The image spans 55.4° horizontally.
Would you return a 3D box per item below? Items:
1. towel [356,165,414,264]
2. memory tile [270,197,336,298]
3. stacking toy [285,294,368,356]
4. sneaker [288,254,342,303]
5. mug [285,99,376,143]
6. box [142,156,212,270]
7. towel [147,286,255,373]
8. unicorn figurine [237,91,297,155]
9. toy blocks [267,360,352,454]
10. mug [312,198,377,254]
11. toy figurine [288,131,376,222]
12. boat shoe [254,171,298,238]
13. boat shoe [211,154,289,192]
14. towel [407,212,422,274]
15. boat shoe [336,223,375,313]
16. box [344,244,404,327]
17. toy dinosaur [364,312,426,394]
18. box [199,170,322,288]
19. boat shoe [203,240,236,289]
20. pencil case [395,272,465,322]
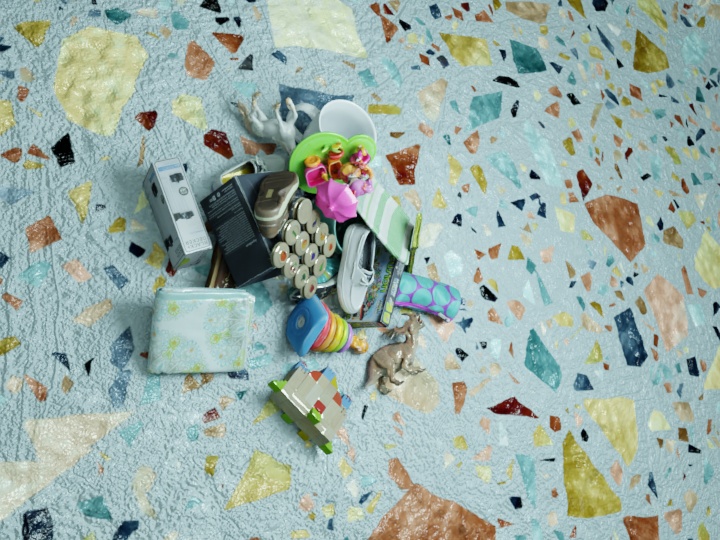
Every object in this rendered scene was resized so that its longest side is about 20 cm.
[{"bbox_3d":[0.055,-0.123,1.526,0.200,0.023,0.154,50,34,-28],"label":"towel"},{"bbox_3d":[-0.110,-0.042,1.396,0.155,0.017,0.200,-65,152,-17],"label":"memory tile"},{"bbox_3d":[-0.056,0.142,1.512,0.198,0.110,0.117,25,106,-36],"label":"stacking toy"},{"bbox_3d":[-0.088,0.017,1.552,0.199,0.078,0.080,-26,73,-39],"label":"sneaker"},{"bbox_3d":[-0.086,-0.301,1.579,0.199,0.175,0.148,40,57,-11],"label":"mug"},{"bbox_3d":[-0.376,-0.115,1.401,0.059,0.116,0.203,-18,84,-31],"label":"box"},{"bbox_3d":[-0.313,0.120,1.358,0.197,0.048,0.174,3,104,-27],"label":"towel"},{"bbox_3d":[-0.189,-0.319,1.543,0.073,0.139,0.199,-33,47,-32],"label":"unicorn figurine"},{"bbox_3d":[-0.094,0.267,1.459,0.200,0.100,0.137,47,47,-9],"label":"toy blocks"},{"bbox_3d":[-0.037,-0.107,1.576,0.152,0.113,0.186,-49,133,-24],"label":"mug"},{"bbox_3d":[-0.033,-0.181,1.410,0.197,0.152,0.185,-18,44,-7],"label":"toy figurine"},{"bbox_3d":[-0.168,-0.130,1.359,0.073,0.076,0.203,3,31,10],"label":"boat shoe"},{"bbox_3d":[-0.234,-0.222,1.528,0.200,0.086,0.075,-23,86,-31],"label":"boat shoe"},{"bbox_3d":[0.128,-0.053,1.614,0.018,0.201,0.087,10,68,4],"label":"towel"},{"bbox_3d":[0.000,0.000,1.512,0.071,0.068,0.203,3,99,-46],"label":"boat shoe"},{"bbox_3d":[0.038,0.034,1.581,0.035,0.109,0.203,40,56,-42],"label":"box"},{"bbox_3d":[0.072,0.195,1.572,0.198,0.086,0.137,-29,79,-16],"label":"toy dinosaur"},{"bbox_3d":[-0.200,-0.092,1.445,0.199,0.123,0.199,-18,81,-58],"label":"box"},{"bbox_3d":[-0.286,0.014,1.435,0.070,0.070,0.203,21,65,-21],"label":"boat shoe"},{"bbox_3d":[0.148,0.063,1.647,0.197,0.085,0.094,16,53,-23],"label":"pencil case"}]
